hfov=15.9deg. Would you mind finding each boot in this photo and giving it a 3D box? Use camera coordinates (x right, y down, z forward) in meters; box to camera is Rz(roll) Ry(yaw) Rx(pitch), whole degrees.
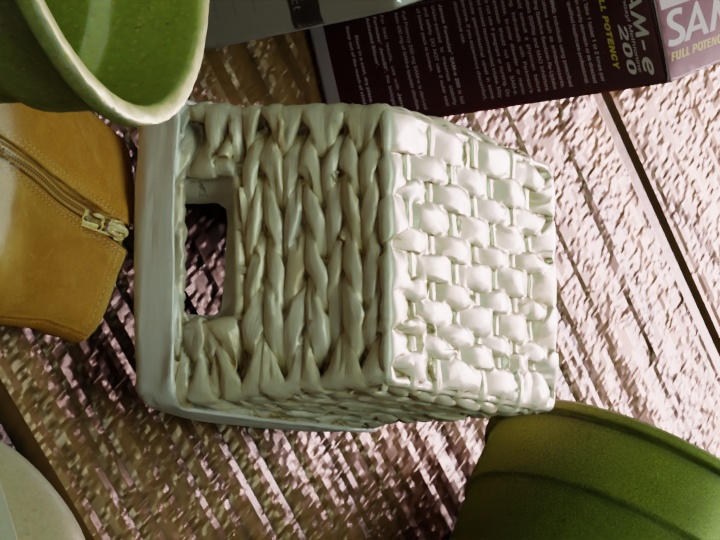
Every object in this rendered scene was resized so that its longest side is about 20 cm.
[{"bbox_3d":[-0.148,-0.077,1.067,0.144,0.071,0.202,19,73,-54],"label":"boot"}]

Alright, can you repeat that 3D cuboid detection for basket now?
[{"bbox_3d":[0.000,0.000,1.150,0.200,0.123,0.136,14,74,-63],"label":"basket"}]

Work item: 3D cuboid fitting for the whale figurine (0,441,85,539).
[{"bbox_3d":[-0.193,0.142,0.947,0.159,0.104,0.200,46,51,11],"label":"whale figurine"}]

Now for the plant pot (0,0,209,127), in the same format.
[{"bbox_3d":[-0.175,-0.133,0.920,0.200,0.183,0.201,-11,90,-72],"label":"plant pot"}]

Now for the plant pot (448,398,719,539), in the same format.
[{"bbox_3d":[0.106,0.198,1.247,0.200,0.200,0.193,48,62,-35],"label":"plant pot"}]

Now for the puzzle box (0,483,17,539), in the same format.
[{"bbox_3d":[-0.206,0.135,0.869,0.199,0.025,0.133,-9,63,-22],"label":"puzzle box"}]

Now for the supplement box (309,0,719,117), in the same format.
[{"bbox_3d":[0.087,-0.116,1.241,0.109,0.199,0.061,-24,103,-49],"label":"supplement box"}]

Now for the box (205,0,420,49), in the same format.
[{"bbox_3d":[0.003,-0.227,1.211,0.200,0.130,0.200,-25,103,-49],"label":"box"}]
